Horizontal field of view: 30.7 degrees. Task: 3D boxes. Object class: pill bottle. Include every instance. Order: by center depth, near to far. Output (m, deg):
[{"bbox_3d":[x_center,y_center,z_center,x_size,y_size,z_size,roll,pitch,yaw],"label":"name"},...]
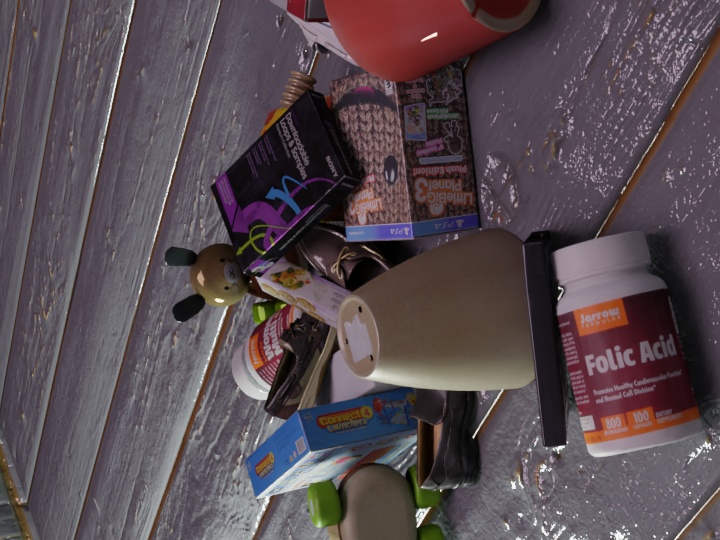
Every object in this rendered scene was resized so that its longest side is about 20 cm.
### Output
[{"bbox_3d":[0.253,0.070,1.271,0.114,0.113,0.202,-24,78,59],"label":"pill bottle"},{"bbox_3d":[-0.096,0.109,1.859,0.200,0.109,0.110,-35,68,46],"label":"pill bottle"}]

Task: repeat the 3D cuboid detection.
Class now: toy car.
[{"bbox_3d":[0.003,0.322,1.740,0.200,0.163,0.159,-169,71,-75],"label":"toy car"},{"bbox_3d":[-0.190,0.004,1.933,0.157,0.199,0.166,-7,92,60],"label":"toy car"}]

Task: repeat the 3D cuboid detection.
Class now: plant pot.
[{"bbox_3d":[0.087,-0.312,1.400,0.177,0.199,0.202,-1,97,50],"label":"plant pot"},{"bbox_3d":[0.081,0.060,1.481,0.187,0.199,0.189,25,120,55],"label":"plant pot"}]

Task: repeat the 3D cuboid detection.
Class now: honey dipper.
[{"bbox_3d":[-0.109,-0.161,1.710,0.038,0.038,0.201,18,85,57],"label":"honey dipper"}]

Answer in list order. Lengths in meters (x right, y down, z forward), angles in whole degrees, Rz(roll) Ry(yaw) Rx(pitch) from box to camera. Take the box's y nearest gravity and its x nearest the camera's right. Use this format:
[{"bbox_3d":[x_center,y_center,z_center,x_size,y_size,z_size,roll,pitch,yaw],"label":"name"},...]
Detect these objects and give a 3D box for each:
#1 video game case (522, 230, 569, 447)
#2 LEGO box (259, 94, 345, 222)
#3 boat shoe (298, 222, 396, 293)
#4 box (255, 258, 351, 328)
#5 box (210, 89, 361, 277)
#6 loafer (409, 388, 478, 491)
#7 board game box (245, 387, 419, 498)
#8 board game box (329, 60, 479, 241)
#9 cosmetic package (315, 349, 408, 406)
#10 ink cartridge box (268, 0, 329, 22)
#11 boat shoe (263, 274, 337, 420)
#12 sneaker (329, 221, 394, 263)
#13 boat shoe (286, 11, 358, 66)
[{"bbox_3d":[0.193,0.064,1.353,0.181,0.025,0.202,-26,-70,-78],"label":"video game case"},{"bbox_3d":[-0.073,-0.144,1.752,0.199,0.077,0.150,-1,67,60],"label":"LEGO box"},{"bbox_3d":[0.000,0.000,1.654,0.199,0.059,0.072,36,96,14],"label":"boat shoe"},{"bbox_3d":[-0.054,0.034,1.667,0.199,0.039,0.042,26,154,37],"label":"box"},{"bbox_3d":[-0.096,-0.108,1.633,0.200,0.036,0.144,-41,57,27],"label":"box"},{"bbox_3d":[0.095,0.172,1.612,0.073,0.072,0.202,-8,90,61],"label":"loafer"},{"bbox_3d":[-0.025,0.224,1.713,0.200,0.194,0.056,-46,58,53],"label":"board game box"},{"bbox_3d":[0.050,-0.140,1.580,0.159,0.096,0.202,-1,97,60],"label":"board game box"},{"bbox_3d":[0.007,0.140,1.728,0.200,0.101,0.072,-37,65,56],"label":"cosmetic package"},{"bbox_3d":[-0.051,-0.376,1.641,0.200,0.145,0.084,39,129,49],"label":"ink cartridge box"},{"bbox_3d":[-0.075,0.100,1.712,0.073,0.064,0.202,4,79,67],"label":"boat shoe"},{"bbox_3d":[-0.007,-0.011,1.749,0.108,0.067,0.203,-5,91,61],"label":"sneaker"},{"bbox_3d":[-0.048,-0.318,1.726,0.200,0.073,0.066,38,126,51],"label":"boat shoe"}]
